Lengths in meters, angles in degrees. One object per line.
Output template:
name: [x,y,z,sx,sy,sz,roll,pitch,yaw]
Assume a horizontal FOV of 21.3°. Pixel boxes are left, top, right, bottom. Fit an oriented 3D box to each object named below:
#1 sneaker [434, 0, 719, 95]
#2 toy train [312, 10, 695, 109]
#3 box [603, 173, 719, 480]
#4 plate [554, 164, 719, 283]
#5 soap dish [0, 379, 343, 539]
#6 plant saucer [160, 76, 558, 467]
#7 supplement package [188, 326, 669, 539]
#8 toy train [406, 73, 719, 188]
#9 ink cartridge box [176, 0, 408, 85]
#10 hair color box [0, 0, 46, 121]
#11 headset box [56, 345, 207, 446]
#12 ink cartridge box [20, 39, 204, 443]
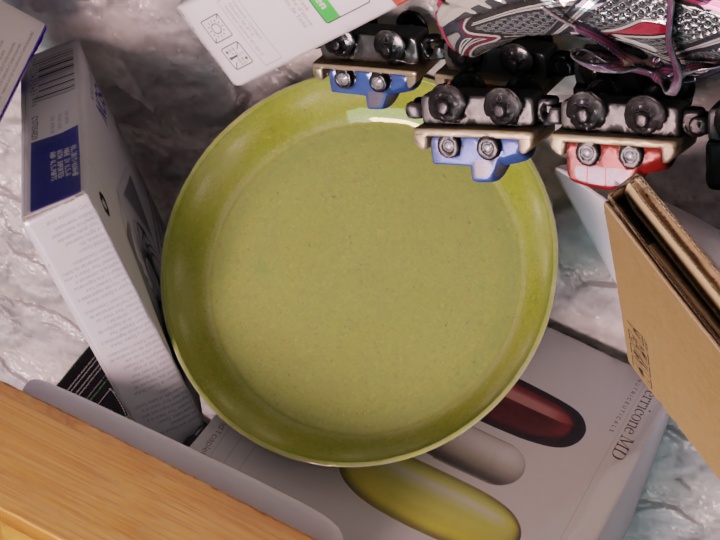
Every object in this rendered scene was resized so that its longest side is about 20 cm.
sneaker: [0.120,-0.111,0.814,0.198,0.080,0.075,-3,107,36]
toy train: [0.063,-0.093,0.911,0.198,0.034,0.046,10,123,26]
box: [0.164,0.063,0.829,0.164,0.021,0.200,55,176,24]
plate: [0.178,0.042,0.891,0.201,0.032,0.200,57,177,-20]
soap dish: [-0.106,0.155,0.932,0.199,0.081,0.158,24,137,19]
plant saucer: [0.000,0.000,0.949,0.198,0.201,0.031,22,169,15]
supplement package: [0.031,0.125,1.014,0.199,0.192,0.148,24,138,13]
toy train: [0.113,-0.058,0.846,0.198,0.034,0.046,6,111,26]
ink cartridge box: [0.020,-0.158,0.829,0.199,0.109,0.050,-22,114,43]
hair color box: [-0.272,-0.122,0.971,0.199,0.110,0.065,30,134,-14]
headset box: [-0.139,0.176,1.250,0.199,0.093,0.174,35,139,1]
ink cartridge box: [-0.123,0.003,1.022,0.040,0.200,0.201,-21,120,2]
